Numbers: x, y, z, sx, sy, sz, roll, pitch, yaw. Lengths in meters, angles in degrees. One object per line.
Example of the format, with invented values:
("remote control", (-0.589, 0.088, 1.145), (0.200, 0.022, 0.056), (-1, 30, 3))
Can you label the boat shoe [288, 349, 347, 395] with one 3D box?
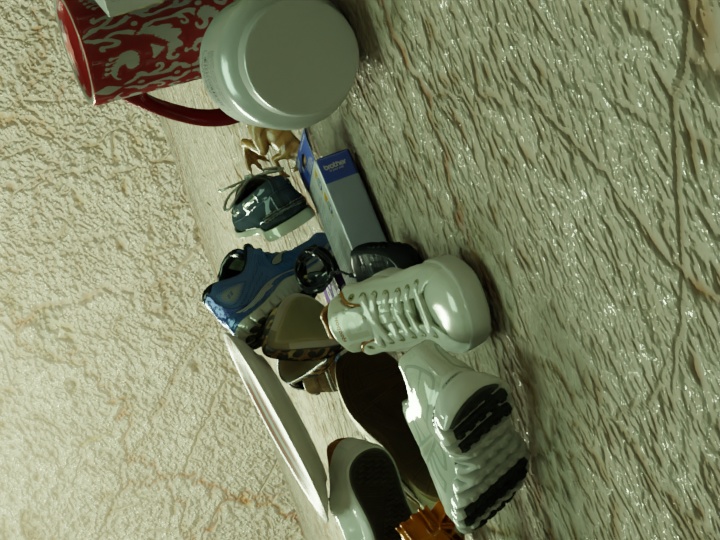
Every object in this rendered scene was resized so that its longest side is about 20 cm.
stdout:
("boat shoe", (-0.052, 0.092, 1.723), (0.200, 0.072, 0.072), (-158, 48, -79))

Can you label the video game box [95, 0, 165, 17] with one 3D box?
("video game box", (-0.141, -0.269, 1.300), (0.200, 0.182, 0.047), (-132, 22, -66))

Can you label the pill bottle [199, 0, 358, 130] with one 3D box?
("pill bottle", (-0.064, -0.171, 1.272), (0.200, 0.114, 0.115), (-152, 42, -76))

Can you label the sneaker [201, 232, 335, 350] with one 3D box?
("sneaker", (-0.088, 0.000, 1.568), (0.089, 0.200, 0.079), (37, 123, 10))

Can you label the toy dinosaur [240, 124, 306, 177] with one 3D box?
("toy dinosaur", (-0.104, -0.155, 1.628), (0.200, 0.060, 0.106), (42, 158, -1))

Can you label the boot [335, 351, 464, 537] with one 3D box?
("boot", (0.041, 0.183, 1.539), (0.200, 0.073, 0.156), (50, 161, 35))

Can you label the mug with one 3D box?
("mug", (-0.161, -0.210, 1.436), (0.133, 0.200, 0.178), (-167, 59, -71))

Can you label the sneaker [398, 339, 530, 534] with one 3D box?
("sneaker", (0.074, 0.123, 1.169), (0.081, 0.075, 0.200), (39, 156, 33))

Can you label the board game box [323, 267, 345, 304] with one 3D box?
("board game box", (0.002, 0.083, 1.702), (0.120, 0.032, 0.200), (-166, 56, -84))

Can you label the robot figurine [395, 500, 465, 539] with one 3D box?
("robot figurine", (0.110, 0.283, 1.277), (0.200, 0.058, 0.145), (51, 180, -29))

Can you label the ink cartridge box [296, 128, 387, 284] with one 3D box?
("ink cartridge box", (-0.005, -0.032, 1.461), (0.119, 0.042, 0.200), (109, 138, -77))

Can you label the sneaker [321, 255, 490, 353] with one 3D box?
("sneaker", (0.029, 0.038, 1.189), (0.200, 0.085, 0.073), (-11, 100, 69))

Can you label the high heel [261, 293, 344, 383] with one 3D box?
("high heel", (-0.067, 0.085, 1.517), (0.071, 0.143, 0.200), (44, -152, 10))

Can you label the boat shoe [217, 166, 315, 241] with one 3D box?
("boat shoe", (-0.099, -0.068, 1.587), (0.062, 0.075, 0.200), (61, 173, -10))

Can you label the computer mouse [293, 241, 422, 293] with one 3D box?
("computer mouse", (0.000, 0.000, 1.374), (0.200, 0.034, 0.059), (4, 118, 58))

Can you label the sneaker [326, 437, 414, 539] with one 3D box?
("sneaker", (0.018, 0.244, 1.478), (0.085, 0.073, 0.200), (18, 126, 62))

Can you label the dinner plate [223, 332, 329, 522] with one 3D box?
("dinner plate", (-0.072, 0.142, 1.466), (0.200, 0.024, 0.200), (61, 171, 16))
